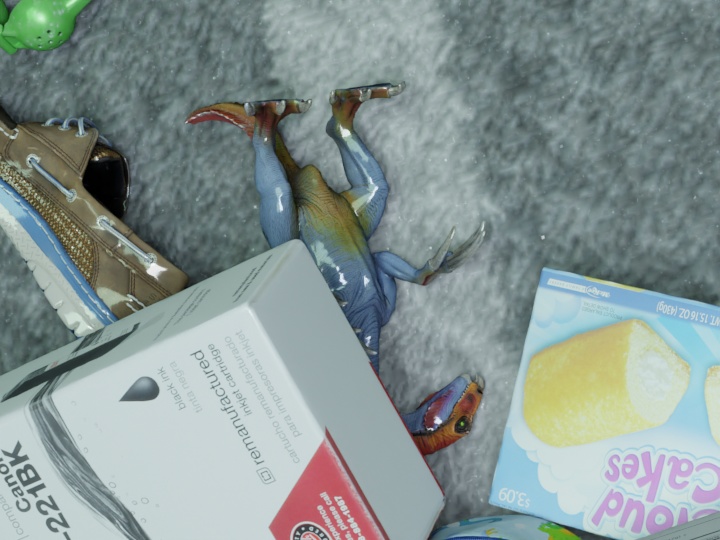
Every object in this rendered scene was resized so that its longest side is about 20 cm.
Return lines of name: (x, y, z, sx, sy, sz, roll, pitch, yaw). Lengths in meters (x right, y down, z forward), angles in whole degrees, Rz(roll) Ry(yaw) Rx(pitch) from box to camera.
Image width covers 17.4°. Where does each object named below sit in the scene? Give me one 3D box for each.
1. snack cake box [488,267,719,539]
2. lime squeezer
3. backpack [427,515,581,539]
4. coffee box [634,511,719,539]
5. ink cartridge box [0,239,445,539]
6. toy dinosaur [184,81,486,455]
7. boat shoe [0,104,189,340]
snack cake box: (0.169, 0.077, 1.068, 0.199, 0.067, 0.116, 13, 89, 28)
lime squeezer: (-0.193, -0.155, 1.298, 0.199, 0.038, 0.071, -2, 83, 28)
backpack: (0.065, 0.213, 1.066, 0.162, 0.154, 0.201, -8, 112, 25)
coffee box: (0.202, 0.201, 0.907, 0.199, 0.198, 0.201, -19, 100, 8)
ink cartridge box: (-0.085, 0.097, 1.075, 0.199, 0.084, 0.145, -24, 103, 24)
toy dinosaur: (0.000, 0.000, 1.180, 0.200, 0.104, 0.183, -172, 74, -67)
boat shoe: (-0.158, -0.042, 1.254, 0.072, 0.072, 0.200, -39, 69, 3)
